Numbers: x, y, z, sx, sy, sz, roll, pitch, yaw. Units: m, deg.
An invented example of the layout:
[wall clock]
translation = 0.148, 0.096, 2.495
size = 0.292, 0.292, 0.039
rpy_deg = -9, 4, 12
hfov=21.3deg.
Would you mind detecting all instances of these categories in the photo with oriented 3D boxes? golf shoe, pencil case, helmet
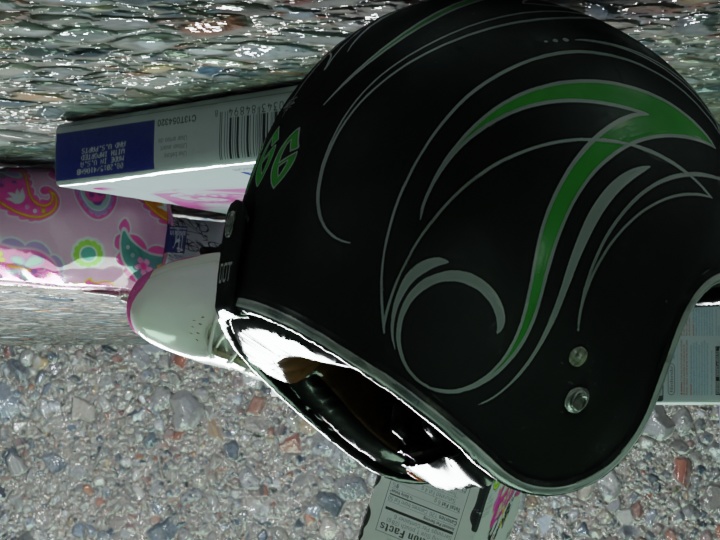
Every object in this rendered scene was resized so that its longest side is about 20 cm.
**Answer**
[golf shoe]
translation = -0.049, 0.041, 1.201
size = 0.198, 0.076, 0.092
rpy_deg = 8, -155, -8
[pencil case]
translation = -0.215, -0.024, 1.222
size = 0.198, 0.089, 0.087
rpy_deg = 2, 174, -16
[helmet]
translation = 0.055, -0.015, 0.767
size = 0.199, 0.192, 0.200
rpy_deg = 32, 164, 10

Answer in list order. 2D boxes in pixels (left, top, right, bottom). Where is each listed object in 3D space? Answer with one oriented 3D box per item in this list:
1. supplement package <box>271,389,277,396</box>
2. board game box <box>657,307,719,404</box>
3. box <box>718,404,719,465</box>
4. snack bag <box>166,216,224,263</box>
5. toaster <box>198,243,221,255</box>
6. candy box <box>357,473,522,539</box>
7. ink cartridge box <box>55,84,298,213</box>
[supplement package]
translation = 0.002, 0.102, 2.411
size = 0.154, 0.112, 0.199
rpy_deg = 3, 173, -36
[board game box]
translation = 0.190, 0.028, 1.449
size = 0.198, 0.149, 0.064
rpy_deg = 1, 177, -10
[box]
translation = 0.397, 0.068, 1.579
size = 0.196, 0.203, 0.123
rpy_deg = -2, 175, 19
[snack bag]
translation = -0.085, 0.016, 1.426
size = 0.188, 0.022, 0.200
rpy_deg = 9, -154, -49
[toaster]
translation = 0.000, 0.000, 1.333
size = 0.198, 0.115, 0.129
rpy_deg = -4, 176, 19
[candy box]
translation = 0.074, 0.084, 1.194
size = 0.071, 0.202, 0.168
rpy_deg = 19, -171, 13
[ink cartridge box]
translation = -0.034, -0.061, 1.069
size = 0.195, 0.044, 0.199
rpy_deg = -5, 171, 40
